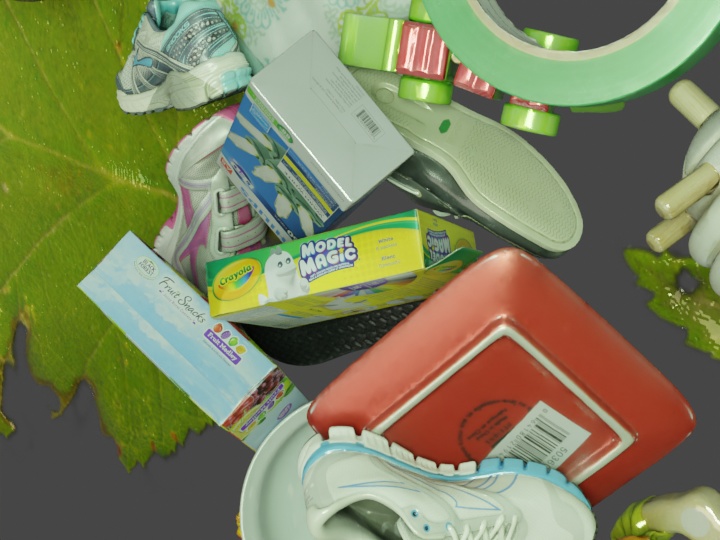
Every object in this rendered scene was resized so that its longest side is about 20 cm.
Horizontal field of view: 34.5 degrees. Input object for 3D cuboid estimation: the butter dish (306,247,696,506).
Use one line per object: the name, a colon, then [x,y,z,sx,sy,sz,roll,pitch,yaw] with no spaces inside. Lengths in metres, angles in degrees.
butter dish: [0.095,0.075,0.816,0.199,0.148,0.200,41,113,-17]

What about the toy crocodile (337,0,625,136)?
toy crocodile: [0.077,-0.135,0.759,0.199,0.062,0.068,17,102,16]

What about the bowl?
bowl: [0.005,0.196,0.956,0.199,0.090,0.203,0,87,2]

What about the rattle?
rattle: [0.231,0.259,0.783,0.130,0.143,0.201,-24,86,27]

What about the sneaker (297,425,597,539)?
sneaker: [0.055,0.164,0.734,0.198,0.087,0.075,10,117,-4]

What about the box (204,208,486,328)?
box: [0.000,0.000,0.846,0.199,0.117,0.049,-11,79,24]

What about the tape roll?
tape roll: [0.129,-0.197,0.674,0.199,0.048,0.202,4,99,24]

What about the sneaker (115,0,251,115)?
sneaker: [-0.148,-0.178,0.939,0.199,0.077,0.087,6,115,57]

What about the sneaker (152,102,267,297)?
sneaker: [-0.114,-0.053,0.989,0.088,0.081,0.201,40,139,19]

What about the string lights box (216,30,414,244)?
string lights box: [-0.039,-0.081,0.820,0.103,0.059,0.200,50,164,-1]

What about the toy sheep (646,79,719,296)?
toy sheep: [0.239,-0.033,0.642,0.200,0.137,0.138,52,134,17]

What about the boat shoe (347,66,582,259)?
boat shoe: [0.067,-0.071,0.819,0.199,0.072,0.068,34,146,9]

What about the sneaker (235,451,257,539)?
sneaker: [-0.077,0.213,1.074,0.073,0.077,0.202,20,118,35]

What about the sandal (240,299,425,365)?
sandal: [-0.013,0.035,0.966,0.199,0.045,0.076,-6,111,28]

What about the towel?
towel: [-0.040,-0.214,0.864,0.200,0.048,0.171,50,134,12]

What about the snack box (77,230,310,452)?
snack box: [-0.124,0.071,0.956,0.168,0.068,0.200,41,171,18]
